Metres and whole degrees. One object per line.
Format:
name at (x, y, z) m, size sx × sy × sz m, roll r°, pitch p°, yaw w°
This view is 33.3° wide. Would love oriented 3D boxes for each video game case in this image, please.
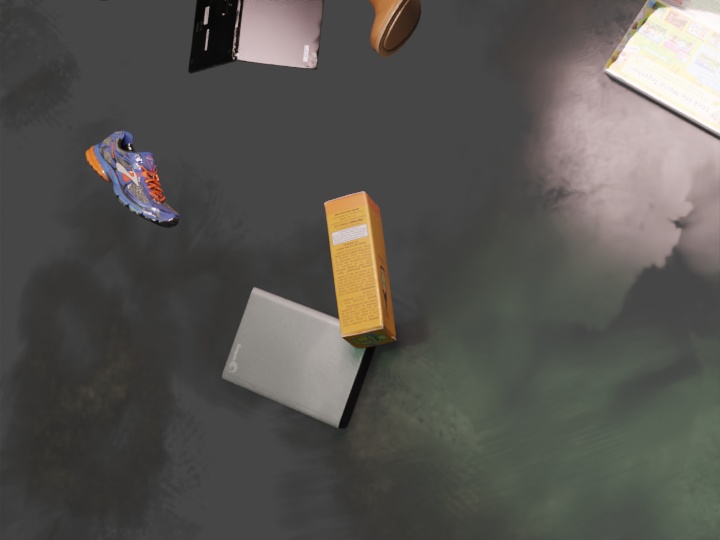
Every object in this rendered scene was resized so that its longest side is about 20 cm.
video game case at (0.438, -0.282, 1.521) m, size 0.200 × 0.023 × 0.182 m, roll 35°, pitch 97°, yaw 24°

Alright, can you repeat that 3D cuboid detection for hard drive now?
hard drive at (-0.086, 0.120, 1.687) m, size 0.200 × 0.033 × 0.140 m, roll 20°, pitch 90°, yaw 26°

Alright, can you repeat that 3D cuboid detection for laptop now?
laptop at (-0.157, -0.384, 1.811) m, size 0.200 × 0.103 × 0.178 m, roll -3°, pitch 79°, yaw 50°

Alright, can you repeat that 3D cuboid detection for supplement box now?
supplement box at (0.000, 0.000, 1.630) m, size 0.069 × 0.067 × 0.200 m, roll -15°, pitch 66°, yaw 15°

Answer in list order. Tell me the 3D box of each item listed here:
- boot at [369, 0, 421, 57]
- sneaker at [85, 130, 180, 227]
boot at (0.012, -0.405, 1.699) m, size 0.155 × 0.077 × 0.200 m, roll 18°, pitch 87°, yaw 24°
sneaker at (-0.337, -0.141, 1.821) m, size 0.078 × 0.075 × 0.200 m, roll -47°, pitch 68°, yaw 7°
